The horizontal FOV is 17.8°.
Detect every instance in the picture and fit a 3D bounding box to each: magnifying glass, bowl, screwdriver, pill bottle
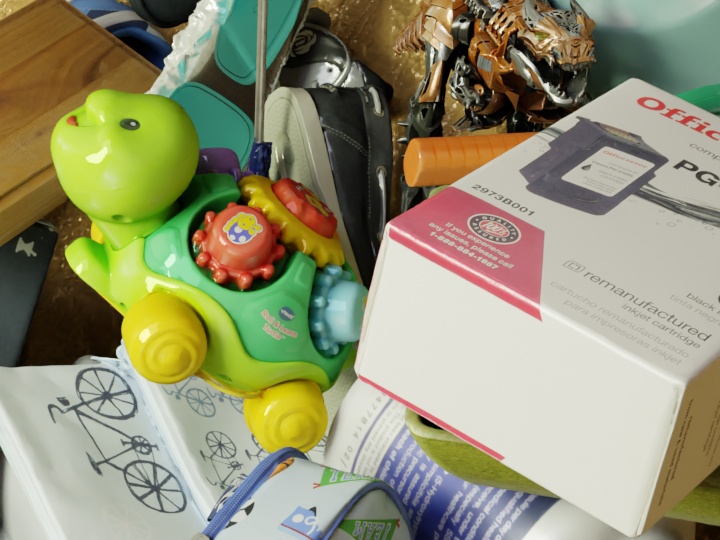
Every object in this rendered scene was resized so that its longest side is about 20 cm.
[{"bbox_3d":[0.118,-0.056,1.103,0.080,0.200,0.022,111,150,-50],"label":"magnifying glass"},{"bbox_3d":[0.165,-0.170,1.161,0.201,0.105,0.201,-12,65,27],"label":"bowl"},{"bbox_3d":[-0.048,-0.080,1.175,0.029,0.028,0.200,15,116,16],"label":"screwdriver"},{"bbox_3d":[0.086,0.121,1.077,0.120,0.120,0.200,-52,52,3],"label":"pill bottle"}]

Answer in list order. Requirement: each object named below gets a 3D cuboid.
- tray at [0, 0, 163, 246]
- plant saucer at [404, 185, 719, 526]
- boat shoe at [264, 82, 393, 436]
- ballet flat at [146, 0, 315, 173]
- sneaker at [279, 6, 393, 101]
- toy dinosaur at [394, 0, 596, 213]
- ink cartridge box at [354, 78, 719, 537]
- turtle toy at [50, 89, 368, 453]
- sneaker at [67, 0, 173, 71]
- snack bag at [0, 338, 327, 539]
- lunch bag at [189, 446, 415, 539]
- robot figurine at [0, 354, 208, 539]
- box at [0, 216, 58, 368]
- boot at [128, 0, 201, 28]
[{"bbox_3d":[-0.188,-0.078,1.223,0.099,0.200,0.037,37,127,9],"label":"tray"},{"bbox_3d":[0.120,0.047,1.045,0.200,0.048,0.200,10,34,-1],"label":"plant saucer"},{"bbox_3d":[0.000,0.000,1.205,0.072,0.068,0.200,-16,82,56],"label":"boat shoe"},{"bbox_3d":[-0.082,-0.093,1.239,0.072,0.072,0.200,9,60,35],"label":"ballet flat"},{"bbox_3d":[-0.034,-0.064,1.263,0.115,0.075,0.200,-20,60,22],"label":"sneaker"},{"bbox_3d":[0.069,-0.102,1.175,0.102,0.200,0.136,-1,104,-1],"label":"toy dinosaur"},{"bbox_3d":[0.117,0.007,0.982,0.145,0.200,0.084,29,127,25],"label":"ink cartridge box"},{"bbox_3d":[-0.072,-0.009,1.104,0.101,0.200,0.146,-49,29,12],"label":"turtle toy"},{"bbox_3d":[-0.187,-0.096,1.335,0.082,0.074,0.200,25,53,23],"label":"sneaker"},{"bbox_3d":[-0.086,0.105,1.156,0.189,0.200,0.021,57,131,35],"label":"snack bag"},{"bbox_3d":[-0.036,0.186,1.035,0.076,0.200,0.160,16,50,32],"label":"lunch bag"},{"bbox_3d":[-0.124,0.138,1.207,0.169,0.113,0.200,-24,53,-12],"label":"robot figurine"},{"bbox_3d":[-0.264,0.066,1.264,0.197,0.124,0.200,154,133,-69],"label":"box"},{"bbox_3d":[-0.026,-0.200,1.309,0.168,0.076,0.200,33,82,41],"label":"boot"}]
